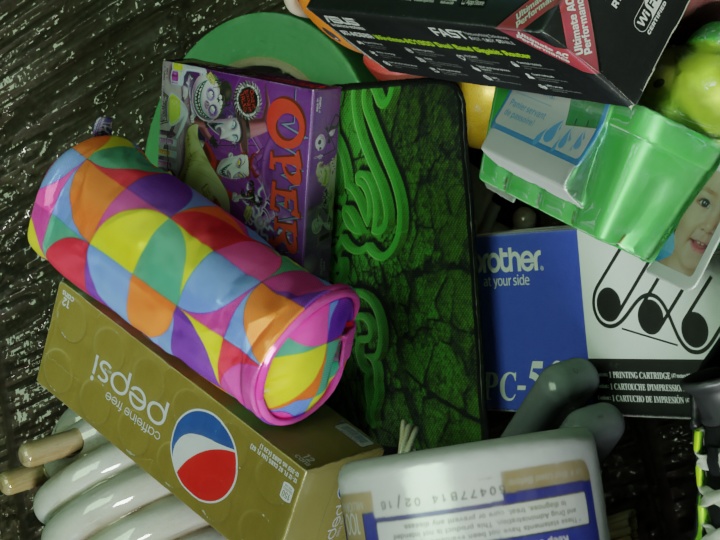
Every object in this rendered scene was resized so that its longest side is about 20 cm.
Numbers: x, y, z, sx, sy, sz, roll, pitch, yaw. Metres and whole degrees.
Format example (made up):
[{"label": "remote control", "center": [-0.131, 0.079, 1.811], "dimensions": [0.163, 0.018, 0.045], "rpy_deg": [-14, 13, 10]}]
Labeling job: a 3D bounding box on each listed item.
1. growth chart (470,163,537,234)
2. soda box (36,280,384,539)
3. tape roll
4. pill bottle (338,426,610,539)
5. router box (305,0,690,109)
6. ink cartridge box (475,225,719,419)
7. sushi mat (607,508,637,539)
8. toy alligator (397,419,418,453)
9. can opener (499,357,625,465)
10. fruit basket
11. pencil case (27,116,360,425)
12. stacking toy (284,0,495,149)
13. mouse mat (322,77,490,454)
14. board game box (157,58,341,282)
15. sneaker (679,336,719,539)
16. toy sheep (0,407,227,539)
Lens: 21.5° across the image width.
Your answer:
[{"label": "growth chart", "center": [0.015, -0.027, 1.088], "dimensions": [0.200, 0.018, 0.145], "rpy_deg": [46, 115, 34]}, {"label": "soda box", "center": [-0.085, 0.077, 1.020], "dimensions": [0.200, 0.064, 0.068], "rpy_deg": [34, 118, 32]}, {"label": "tape roll", "center": [-0.046, -0.047, 1.100], "dimensions": [0.200, 0.048, 0.201], "rpy_deg": [-2, 88, 43]}, {"label": "pill bottle", "center": [0.061, 0.176, 0.842], "dimensions": [0.119, 0.119, 0.201], "rpy_deg": [-14, 82, 39]}, {"label": "router box", "center": [0.078, -0.161, 0.853], "dimensions": [0.200, 0.062, 0.150], "rpy_deg": [17, 76, 56]}, {"label": "ink cartridge box", "center": [0.132, 0.023, 0.929], "dimensions": [0.200, 0.044, 0.094], "rpy_deg": [-4, 93, 54]}, {"label": "sushi mat", "center": [0.058, 0.189, 0.949], "dimensions": [0.200, 0.012, 0.096], "rpy_deg": [-22, 61, 33]}, {"label": "toy alligator", "center": [0.036, 0.175, 0.929], "dimensions": [0.054, 0.059, 0.201], "rpy_deg": [7, 76, 0]}, {"label": "can opener", "center": [0.073, 0.118, 0.962], "dimensions": [0.053, 0.066, 0.200], "rpy_deg": [61, 146, 25]}, {"label": "fruit basket", "center": [0.134, -0.108, 0.851], "dimensions": [0.185, 0.093, 0.201], "rpy_deg": [35, 108, 57]}, {"label": "pencil case", "center": [-0.088, -0.001, 0.998], "dimensions": [0.200, 0.088, 0.089], "rpy_deg": [36, 109, 31]}, {"label": "stacking toy", "center": [0.063, -0.114, 1.001], "dimensions": [0.146, 0.146, 0.200], "rpy_deg": [-39, 77, 31]}, {"label": "mouse mat", "center": [0.000, 0.000, 1.014], "dimensions": [0.160, 0.008, 0.201], "rpy_deg": [1, 97, 42]}, {"label": "board game box", "center": [-0.067, -0.011, 1.052], "dimensions": [0.120, 0.032, 0.201], "rpy_deg": [13, 105, 36]}, {"label": "sneaker", "center": [0.158, 0.075, 0.794], "dimensions": [0.072, 0.083, 0.201], "rpy_deg": [-11, 55, 58]}, {"label": "toy sheep", "center": [-0.135, 0.136, 1.127], "dimensions": [0.138, 0.138, 0.201], "rpy_deg": [-31, 76, 34]}]
